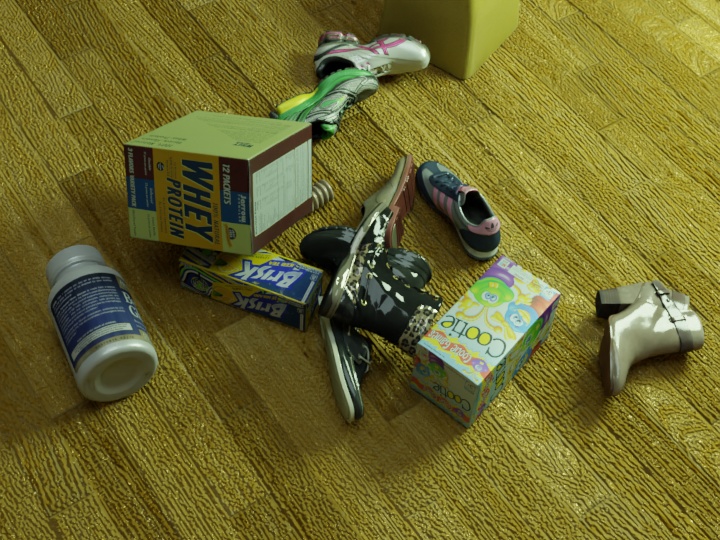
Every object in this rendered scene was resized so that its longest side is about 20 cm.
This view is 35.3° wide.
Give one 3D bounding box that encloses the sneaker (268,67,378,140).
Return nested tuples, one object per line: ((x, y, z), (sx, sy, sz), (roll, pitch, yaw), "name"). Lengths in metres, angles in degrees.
((-0.049, -0.255, 1.829), (0.199, 0.078, 0.085), (-33, 67, -17), "sneaker")

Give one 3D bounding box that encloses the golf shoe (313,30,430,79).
((0.019, -0.347, 1.905), (0.196, 0.073, 0.093), (4, 56, 12), "golf shoe")

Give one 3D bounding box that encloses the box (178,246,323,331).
((-0.154, 0.012, 1.605), (0.197, 0.065, 0.071), (19, 51, 11), "box")

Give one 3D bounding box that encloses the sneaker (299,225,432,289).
((0.000, 0.000, 1.624), (0.197, 0.076, 0.092), (17, 58, 12), "sneaker")

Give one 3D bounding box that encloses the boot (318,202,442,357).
((0.042, 0.014, 1.552), (0.149, 0.073, 0.201), (29, 52, -2), "boot")

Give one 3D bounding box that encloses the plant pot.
((0.161, -0.494, 1.946), (0.194, 0.202, 0.194), (29, 55, 19), "plant pot")

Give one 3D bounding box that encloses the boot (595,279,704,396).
((0.407, 0.095, 1.581), (0.143, 0.071, 0.202), (6, 52, -2), "boot")

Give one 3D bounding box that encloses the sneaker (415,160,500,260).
((0.152, -0.113, 1.716), (0.069, 0.083, 0.201), (-24, 57, -21), "sneaker")

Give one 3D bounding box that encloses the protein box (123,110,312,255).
((-0.195, -0.129, 1.598), (0.195, 0.137, 0.200), (9, 23, 21), "protein box")

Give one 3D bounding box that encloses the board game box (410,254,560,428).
((0.170, 0.094, 1.539), (0.104, 0.104, 0.200), (33, 56, 21), "board game box")

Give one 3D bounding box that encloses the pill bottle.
((-0.354, 0.065, 1.517), (0.110, 0.112, 0.201), (-19, 55, -19), "pill bottle")

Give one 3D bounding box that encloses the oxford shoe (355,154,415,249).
((0.037, -0.108, 1.714), (0.073, 0.071, 0.201), (4, 42, 16), "oxford shoe")

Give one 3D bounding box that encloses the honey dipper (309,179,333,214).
((-0.125, -0.074, 1.695), (0.199, 0.038, 0.038), (-35, 61, -25), "honey dipper")

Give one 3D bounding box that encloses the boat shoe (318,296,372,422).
((-0.014, 0.112, 1.531), (0.066, 0.072, 0.202), (-5, 49, -8), "boat shoe")
